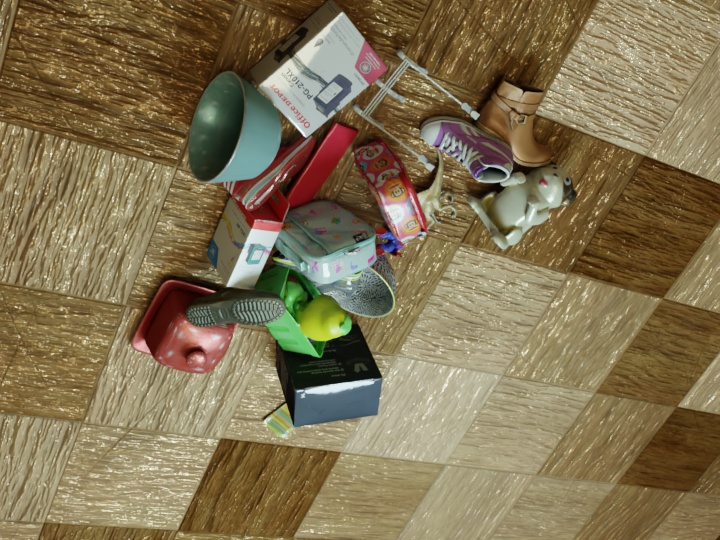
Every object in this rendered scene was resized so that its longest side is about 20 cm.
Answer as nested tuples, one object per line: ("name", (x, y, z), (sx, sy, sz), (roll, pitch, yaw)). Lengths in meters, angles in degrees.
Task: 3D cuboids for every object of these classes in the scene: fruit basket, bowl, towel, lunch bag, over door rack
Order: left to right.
("bowl", (-0.214, -0.241, 1.467), (0.105, 0.201, 0.201), (13, 119, -37))
("towel", (-0.138, 0.332, 2.012), (0.200, 0.018, 0.086), (-37, 129, 8))
("fruit basket", (-0.104, 0.083, 1.734), (0.215, 0.156, 0.216), (7, 138, 7))
("lunch bag", (-0.073, -0.059, 1.611), (0.160, 0.200, 0.077), (-20, 128, -30))
("bowl", (0.000, 0.000, 1.756), (0.201, 0.094, 0.201), (21, 146, 15))
("lunch bag", (0.062, -0.147, 1.626), (0.082, 0.200, 0.176), (-25, 132, 0))
("over door rack", (0.104, -0.310, 1.599), (0.200, 0.067, 0.148), (36, 107, -14))

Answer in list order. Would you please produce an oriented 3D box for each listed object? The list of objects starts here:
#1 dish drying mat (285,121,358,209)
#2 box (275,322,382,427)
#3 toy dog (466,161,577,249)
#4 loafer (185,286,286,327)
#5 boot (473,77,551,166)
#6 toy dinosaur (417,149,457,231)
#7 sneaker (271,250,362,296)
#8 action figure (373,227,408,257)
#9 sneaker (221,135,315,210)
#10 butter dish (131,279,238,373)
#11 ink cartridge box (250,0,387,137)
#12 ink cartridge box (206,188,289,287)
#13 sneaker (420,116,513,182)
("dish drying mat", (-0.082, -0.205, 1.635), (0.077, 0.018, 0.200), (8, 123, -54))
("box", (-0.075, 0.230, 1.846), (0.197, 0.200, 0.117), (-5, 126, -16))
("toy dog", (0.364, -0.144, 1.770), (0.200, 0.140, 0.194), (-37, 150, 18))
("loafer", (-0.246, 0.065, 1.641), (0.200, 0.067, 0.076), (-2, 127, 3))
("boot", (0.337, -0.302, 1.691), (0.200, 0.074, 0.155), (11, 125, -23))
("toy dinosaur", (0.157, -0.149, 1.751), (0.101, 0.058, 0.200), (16, 117, -28))
("sneaker", (-0.090, 0.003, 1.662), (0.200, 0.074, 0.081), (17, 126, 21))
("action figure", (0.067, -0.061, 1.725), (0.052, 0.200, 0.065), (1, 94, 16))
("sneaker", (-0.184, -0.216, 1.567), (0.200, 0.116, 0.078), (-46, 170, -27))
("butter dish", (-0.349, 0.145, 1.718), (0.200, 0.148, 0.200), (19, 115, -30))
("ink cartridge box", (-0.077, -0.363, 1.494), (0.200, 0.084, 0.145), (-39, 127, 9))
("ink cartridge box", (-0.222, -0.079, 1.618), (0.067, 0.116, 0.200), (5, 123, -39))
("sneaker", (0.210, -0.237, 1.639), (0.200, 0.114, 0.073), (19, 130, -1))
